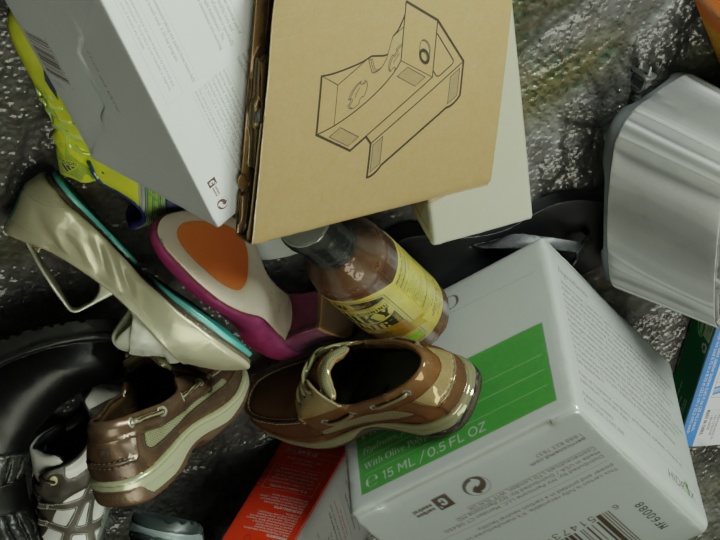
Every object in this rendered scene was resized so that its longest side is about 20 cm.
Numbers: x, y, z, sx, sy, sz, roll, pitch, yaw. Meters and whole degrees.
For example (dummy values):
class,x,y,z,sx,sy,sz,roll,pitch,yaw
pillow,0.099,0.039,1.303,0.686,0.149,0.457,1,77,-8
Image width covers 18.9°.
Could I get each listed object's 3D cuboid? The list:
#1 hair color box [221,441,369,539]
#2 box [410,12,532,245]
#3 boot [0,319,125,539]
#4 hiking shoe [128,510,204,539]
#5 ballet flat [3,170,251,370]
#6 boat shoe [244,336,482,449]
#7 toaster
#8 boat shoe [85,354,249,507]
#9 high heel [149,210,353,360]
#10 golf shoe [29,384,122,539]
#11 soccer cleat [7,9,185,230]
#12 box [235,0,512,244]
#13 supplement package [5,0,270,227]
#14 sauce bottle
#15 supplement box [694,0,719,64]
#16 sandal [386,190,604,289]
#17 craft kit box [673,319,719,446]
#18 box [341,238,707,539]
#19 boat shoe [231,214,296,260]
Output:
class,x,y,z,sx,sy,sz,roll,pitch,yaw
hair color box,-0.065,0.232,1.660,0.061,0.200,0.102,9,135,24
box,0.062,-0.127,1.493,0.078,0.095,0.200,-16,129,-8
boot,-0.241,0.135,1.533,0.211,0.158,0.079,-22,171,4
hiking shoe,-0.150,0.246,1.667,0.074,0.087,0.200,11,162,13
ballet flat,-0.165,0.016,1.497,0.200,0.069,0.069,43,105,-9
boat shoe,-0.008,0.079,1.567,0.200,0.076,0.074,-10,148,38
toaster,0.255,-0.053,1.584,0.114,0.129,0.200,-34,137,-34
boat shoe,-0.135,0.088,1.535,0.074,0.202,0.075,-9,111,20
high heel,-0.100,0.012,1.541,0.096,0.068,0.200,-13,156,38
golf shoe,-0.224,0.164,1.625,0.094,0.078,0.200,29,101,-32
soccer cleat,-0.180,-0.097,1.442,0.084,0.065,0.200,-31,131,12
box,0.012,-0.112,1.325,0.200,0.021,0.164,-15,123,-38
supplement package,-0.091,-0.176,1.317,0.200,0.147,0.192,-42,133,-19
sauce bottle,0.000,0.000,1.520,0.065,0.065,0.200,-36,148,9
supplement box,0.313,-0.137,1.600,0.069,0.067,0.200,-30,132,-1
sandal,0.111,-0.009,1.635,0.199,0.043,0.076,-11,129,-13
craft kit box,0.364,0.052,1.782,0.197,0.049,0.200,0,126,-18
box,0.119,0.125,1.631,0.199,0.172,0.200,-28,132,22
boat shoe,-0.033,-0.073,1.510,0.071,0.064,0.200,19,141,-32
